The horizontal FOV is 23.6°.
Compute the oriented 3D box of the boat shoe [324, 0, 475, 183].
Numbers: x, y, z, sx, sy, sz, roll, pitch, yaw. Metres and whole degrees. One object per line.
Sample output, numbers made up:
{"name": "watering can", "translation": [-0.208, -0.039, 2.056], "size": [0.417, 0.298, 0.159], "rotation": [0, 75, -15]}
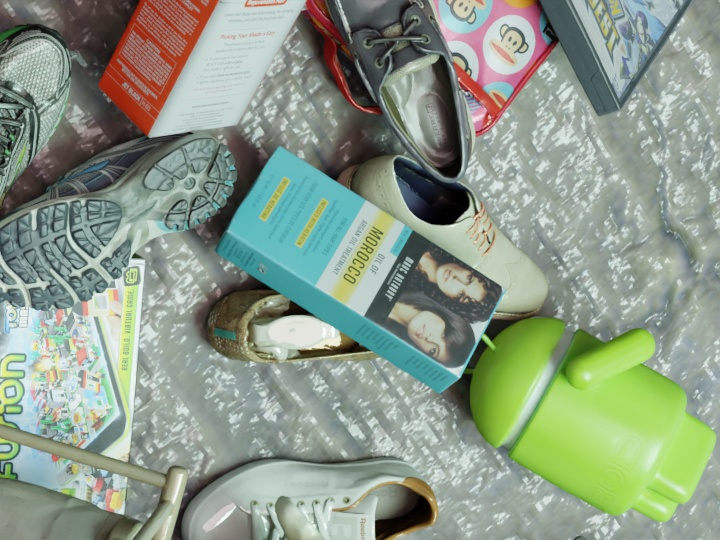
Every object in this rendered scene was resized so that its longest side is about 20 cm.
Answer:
{"name": "boat shoe", "translation": [0.031, -0.151, 1.215], "size": [0.072, 0.065, 0.201], "rotation": [-24, 113, 1]}

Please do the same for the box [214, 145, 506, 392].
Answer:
{"name": "box", "translation": [0.000, 0.000, 1.261], "size": [0.200, 0.049, 0.082], "rotation": [32, 68, -4]}

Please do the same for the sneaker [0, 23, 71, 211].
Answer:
{"name": "sneaker", "translation": [-0.256, -0.076, 1.177], "size": [0.078, 0.085, 0.201], "rotation": [31, 87, -24]}

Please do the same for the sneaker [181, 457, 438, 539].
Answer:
{"name": "sneaker", "translation": [-0.035, 0.184, 1.317], "size": [0.199, 0.085, 0.073], "rotation": [-10, 105, -19]}

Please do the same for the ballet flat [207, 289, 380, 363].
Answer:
{"name": "ballet flat", "translation": [-0.015, 0.042, 1.308], "size": [0.199, 0.065, 0.071], "rotation": [-9, 102, -21]}

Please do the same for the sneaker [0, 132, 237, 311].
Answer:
{"name": "sneaker", "translation": [-0.187, -0.038, 1.213], "size": [0.199, 0.086, 0.078], "rotation": [-27, 118, -21]}

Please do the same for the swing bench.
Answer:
{"name": "swing bench", "translation": [-0.242, 0.217, 1.164], "size": [0.198, 0.130, 0.201], "rotation": [16, 110, 8]}

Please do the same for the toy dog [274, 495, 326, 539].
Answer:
{"name": "toy dog", "translation": [-0.075, 0.288, 1.213], "size": [0.200, 0.139, 0.194], "rotation": [-39, 146, -15]}

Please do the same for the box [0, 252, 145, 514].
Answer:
{"name": "box", "translation": [-0.219, 0.086, 1.249], "size": [0.110, 0.035, 0.201], "rotation": [2, 99, -22]}

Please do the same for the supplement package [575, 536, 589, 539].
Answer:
{"name": "supplement package", "translation": [0.257, 0.346, 1.402], "size": [0.191, 0.200, 0.147], "rotation": [32, 87, -24]}

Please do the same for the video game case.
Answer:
{"name": "video game case", "translation": [0.177, -0.246, 1.303], "size": [0.200, 0.025, 0.181], "rotation": [60, 41, -20]}

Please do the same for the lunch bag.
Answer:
{"name": "lunch bag", "translation": [0.043, -0.197, 1.285], "size": [0.200, 0.082, 0.176], "rotation": [39, 88, -23]}

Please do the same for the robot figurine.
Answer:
{"name": "robot figurine", "translation": [0.173, 0.113, 1.347], "size": [0.199, 0.176, 0.116], "rotation": [29, 62, 5]}

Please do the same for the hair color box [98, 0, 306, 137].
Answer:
{"name": "hair color box", "translation": [-0.089, -0.189, 1.170], "size": [0.101, 0.061, 0.200], "rotation": [-15, 144, -55]}

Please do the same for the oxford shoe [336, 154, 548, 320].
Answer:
{"name": "oxford shoe", "translation": [0.075, -0.023, 1.319], "size": [0.200, 0.074, 0.071], "rotation": [29, 60, -25]}
